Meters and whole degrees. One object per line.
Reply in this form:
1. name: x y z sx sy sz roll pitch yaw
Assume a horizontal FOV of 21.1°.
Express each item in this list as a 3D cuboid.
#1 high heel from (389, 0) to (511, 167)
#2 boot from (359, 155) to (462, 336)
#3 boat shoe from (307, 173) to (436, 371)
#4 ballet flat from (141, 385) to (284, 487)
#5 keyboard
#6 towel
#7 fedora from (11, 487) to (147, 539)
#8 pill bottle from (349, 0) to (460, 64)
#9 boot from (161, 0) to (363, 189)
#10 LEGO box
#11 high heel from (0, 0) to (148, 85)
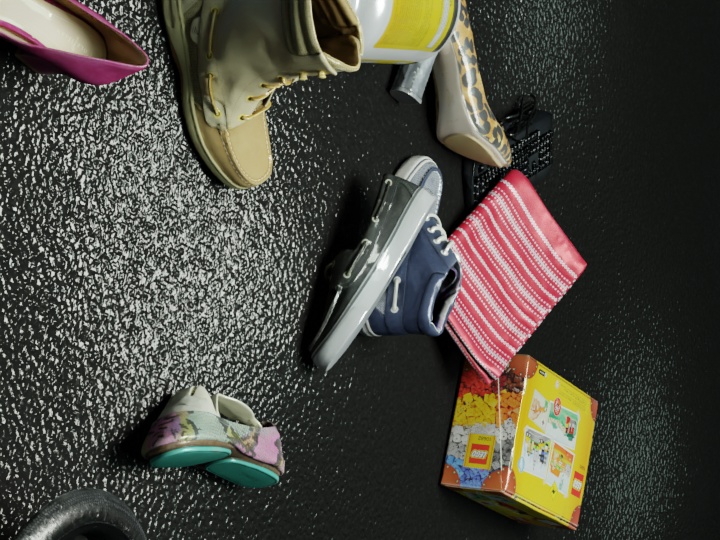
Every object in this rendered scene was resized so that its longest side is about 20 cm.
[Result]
1. high heel: 0.115 -0.198 1.950 0.200 0.071 0.143 36 68 -45
2. boot: 0.065 -0.022 1.867 0.073 0.090 0.200 49 52 -49
3. boat shoe: 0.000 0.000 1.793 0.200 0.057 0.069 -59 176 -16
4. ballet flat: -0.124 0.135 1.602 0.200 0.069 0.071 25 53 -61
5. keyboard: 0.171 -0.124 2.088 0.200 0.040 0.104 -35 123 -54
6. towel: 0.149 0.003 2.011 0.145 0.022 0.200 54 53 -16
7. fedora: -0.237 0.248 1.386 0.200 0.091 0.201 -8 100 -59
8. pill bottle: -0.002 -0.241 1.715 0.200 0.112 0.112 -7 99 -59
9. boot: -0.068 -0.155 1.570 0.073 0.155 0.200 -45 130 -48
10. LEGO box: 0.175 0.185 2.084 0.200 0.077 0.149 34 64 -56
11. high heel: -0.235 -0.186 1.345 0.200 0.096 0.067 46 55 -51
